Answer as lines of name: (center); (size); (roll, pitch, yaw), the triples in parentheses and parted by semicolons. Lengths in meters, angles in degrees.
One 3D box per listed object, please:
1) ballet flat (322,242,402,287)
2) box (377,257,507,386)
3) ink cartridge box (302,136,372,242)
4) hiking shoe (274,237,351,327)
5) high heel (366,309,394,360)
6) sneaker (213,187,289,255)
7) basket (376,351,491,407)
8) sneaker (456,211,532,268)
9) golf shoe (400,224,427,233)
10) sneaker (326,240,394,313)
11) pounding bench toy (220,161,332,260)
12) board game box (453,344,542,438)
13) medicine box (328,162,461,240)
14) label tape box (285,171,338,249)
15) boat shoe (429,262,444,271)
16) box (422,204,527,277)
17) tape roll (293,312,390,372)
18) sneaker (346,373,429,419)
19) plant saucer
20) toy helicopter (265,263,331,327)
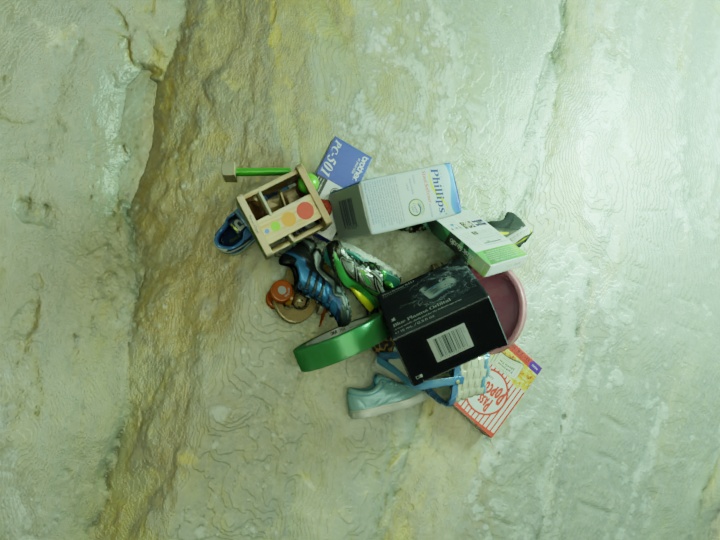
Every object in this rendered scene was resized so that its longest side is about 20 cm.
ballet flat: (0.001, -0.014, 1.448); (0.199, 0.072, 0.072); (27, 81, -22)
box: (0.153, 0.094, 1.310); (0.196, 0.200, 0.118); (-25, 113, 3)
ink cartridge box: (-0.061, -0.169, 1.397); (0.094, 0.044, 0.201); (28, 80, -12)
hiking shoe: (-0.093, 0.036, 1.367); (0.086, 0.074, 0.201); (-29, 84, -19)
high heel: (0.112, 0.115, 1.445); (0.199, 0.071, 0.143); (-14, 84, 18)
sneaker: (-0.221, -0.103, 1.369); (0.200, 0.082, 0.074); (-44, 80, 11)
basket: (0.153, 0.199, 1.387); (0.199, 0.176, 0.140); (-6, 106, -25)
sneaker: (0.292, -0.062, 1.532); (0.199, 0.075, 0.085); (-28, 68, -8)
golf shoe: (0.079, -0.144, 1.475); (0.199, 0.077, 0.088); (14, 53, -27)
sneaker: (0.000, 0.000, 1.382); (0.085, 0.078, 0.200); (-35, 129, 10)
pounding bench toy: (-0.158, -0.146, 1.286); (0.155, 0.124, 0.201); (-28, 92, -9)
board game box: (0.293, 0.250, 1.515); (0.151, 0.046, 0.200); (40, 79, -7)
medicine box: (0.065, -0.133, 1.320); (0.199, 0.182, 0.104); (-15, 94, -21)
label tape box: (-0.081, -0.140, 1.445); (0.199, 0.066, 0.144); (-22, 91, -12)
boat shoe: (0.157, 0.083, 1.487); (0.076, 0.072, 0.201); (-2, 87, -1)
box: (0.243, -0.068, 1.436); (0.144, 0.036, 0.200); (-12, 45, -43)
tape roll: (-0.038, 0.145, 1.367); (0.200, 0.200, 0.048); (-22, 92, -13)
sneaker: (0.066, 0.259, 1.449); (0.199, 0.074, 0.082); (-13, 91, -15)
plant saucer: (0.285, 0.083, 1.463); (0.051, 0.200, 0.202); (5, 85, -42)
toy helicopter: (-0.099, 0.034, 1.428); (0.132, 0.079, 0.200); (41, 66, -1)
